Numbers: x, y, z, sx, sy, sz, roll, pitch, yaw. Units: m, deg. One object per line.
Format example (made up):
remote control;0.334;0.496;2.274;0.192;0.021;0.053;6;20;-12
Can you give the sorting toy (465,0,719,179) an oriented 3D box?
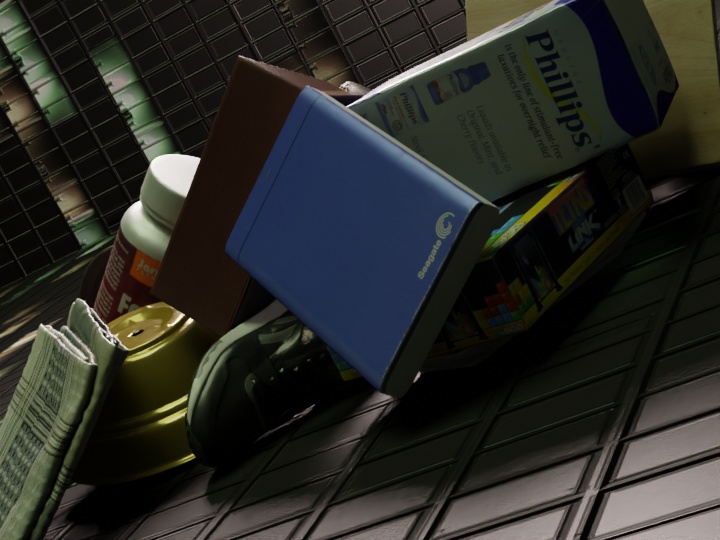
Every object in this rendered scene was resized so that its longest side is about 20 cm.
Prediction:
sorting toy;0.194;-0.160;1.199;0.199;0.200;0.070;-7;-14;22

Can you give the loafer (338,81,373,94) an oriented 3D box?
loafer;-0.033;-0.100;1.438;0.073;0.071;0.200;7;-53;-51

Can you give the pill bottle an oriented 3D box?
pill bottle;-0.169;0.007;1.311;0.200;0.114;0.114;-68;-8;24

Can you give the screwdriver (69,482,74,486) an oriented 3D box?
screwdriver;-0.217;0.157;1.195;0.200;0.028;0.029;-32;-30;-31

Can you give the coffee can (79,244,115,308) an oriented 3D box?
coffee can;-0.169;0.007;1.492;0.146;0.147;0.200;-23;11;29

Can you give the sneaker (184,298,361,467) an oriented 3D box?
sneaker;-0.045;0.066;1.072;0.087;0.076;0.200;6;41;37

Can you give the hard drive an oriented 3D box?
hard drive;-0.006;-0.024;0.959;0.200;0.025;0.132;39;106;46

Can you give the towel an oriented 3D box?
towel;-0.238;0.120;1.090;0.201;0.034;0.193;-65;20;-1

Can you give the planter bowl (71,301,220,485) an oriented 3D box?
planter bowl;-0.164;0.081;1.176;0.200;0.084;0.200;-18;20;7

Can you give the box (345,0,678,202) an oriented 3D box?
box;0.114;-0.125;1.066;0.200;0.105;0.184;-23;8;21

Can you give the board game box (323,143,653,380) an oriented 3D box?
board game box;0.086;-0.010;1.012;0.165;0.057;0.200;-18;14;41

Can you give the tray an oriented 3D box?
tray;0.109;0.019;1.030;0.200;0.022;0.107;-35;11;-31

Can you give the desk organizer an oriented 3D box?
desk organizer;-0.078;-0.054;1.099;0.072;0.077;0.201;-14;-50;-64
